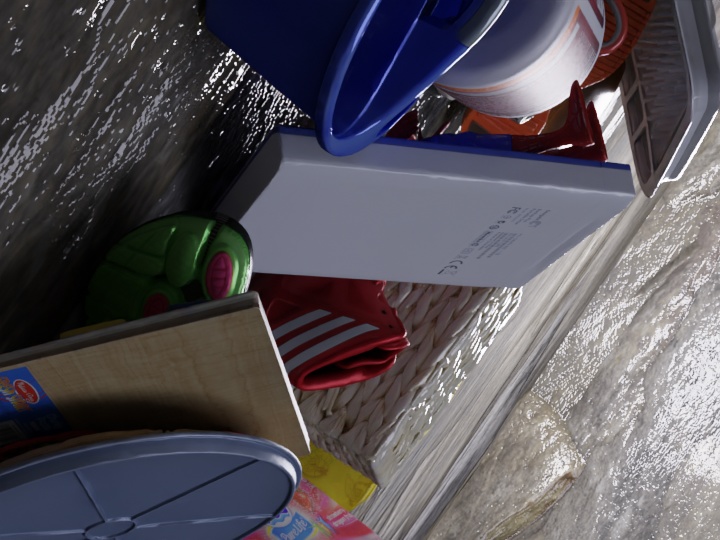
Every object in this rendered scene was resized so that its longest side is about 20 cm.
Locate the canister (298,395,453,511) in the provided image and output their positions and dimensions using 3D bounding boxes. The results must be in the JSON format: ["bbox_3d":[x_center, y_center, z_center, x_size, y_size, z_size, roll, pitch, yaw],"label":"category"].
[{"bbox_3d":[0.024,0.122,1.327,0.149,0.086,0.200,-61,167,24],"label":"canister"}]

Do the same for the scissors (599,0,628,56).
[{"bbox_3d":[0.134,-0.230,0.912,0.014,0.072,0.203,-58,147,-82],"label":"scissors"}]

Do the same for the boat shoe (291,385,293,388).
[{"bbox_3d":[-0.071,0.098,0.927,0.200,0.070,0.071,-50,161,4],"label":"boat shoe"}]

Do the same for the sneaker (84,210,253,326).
[{"bbox_3d":[-0.092,0.020,0.730,0.084,0.076,0.200,-53,178,-33],"label":"sneaker"}]

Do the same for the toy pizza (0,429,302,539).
[{"bbox_3d":[-0.127,0.115,0.715,0.198,0.032,0.201,-13,155,-6],"label":"toy pizza"}]

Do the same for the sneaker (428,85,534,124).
[{"bbox_3d":[0.130,-0.184,0.954,0.201,0.088,0.077,-58,166,10],"label":"sneaker"}]

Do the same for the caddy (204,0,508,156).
[{"bbox_3d":[0.023,-0.147,0.632,0.201,0.105,0.141,-60,167,17],"label":"caddy"}]

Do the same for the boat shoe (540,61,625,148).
[{"bbox_3d":[0.135,-0.116,1.153,0.070,0.071,0.201,-11,146,-44],"label":"boat shoe"}]

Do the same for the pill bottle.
[{"bbox_3d":[0.080,-0.148,0.816,0.114,0.113,0.200,-57,167,7],"label":"pill bottle"}]

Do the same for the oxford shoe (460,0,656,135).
[{"bbox_3d":[0.139,-0.166,1.043,0.200,0.071,0.073,-41,-153,43],"label":"oxford shoe"}]

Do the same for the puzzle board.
[{"bbox_3d":[-0.107,0.068,0.685,0.149,0.018,0.200,-13,154,-1],"label":"puzzle board"}]

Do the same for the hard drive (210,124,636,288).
[{"bbox_3d":[0.027,-0.029,0.760,0.198,0.026,0.132,4,156,-24],"label":"hard drive"}]

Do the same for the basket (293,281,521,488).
[{"bbox_3d":[0.019,0.045,1.039,0.201,0.123,0.136,-52,165,-11],"label":"basket"}]

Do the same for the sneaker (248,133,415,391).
[{"bbox_3d":[0.000,0.000,0.883,0.200,0.115,0.079,-47,165,-27],"label":"sneaker"}]

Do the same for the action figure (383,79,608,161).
[{"bbox_3d":[0.032,-0.059,0.787,0.198,0.052,0.065,-16,170,18],"label":"action figure"}]

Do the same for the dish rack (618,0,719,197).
[{"bbox_3d":[0.226,-0.161,1.044,0.200,0.043,0.174,83,0,-74],"label":"dish rack"}]

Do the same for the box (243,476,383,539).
[{"bbox_3d":[-0.072,0.239,1.102,0.095,0.102,0.200,-59,164,14],"label":"box"}]
